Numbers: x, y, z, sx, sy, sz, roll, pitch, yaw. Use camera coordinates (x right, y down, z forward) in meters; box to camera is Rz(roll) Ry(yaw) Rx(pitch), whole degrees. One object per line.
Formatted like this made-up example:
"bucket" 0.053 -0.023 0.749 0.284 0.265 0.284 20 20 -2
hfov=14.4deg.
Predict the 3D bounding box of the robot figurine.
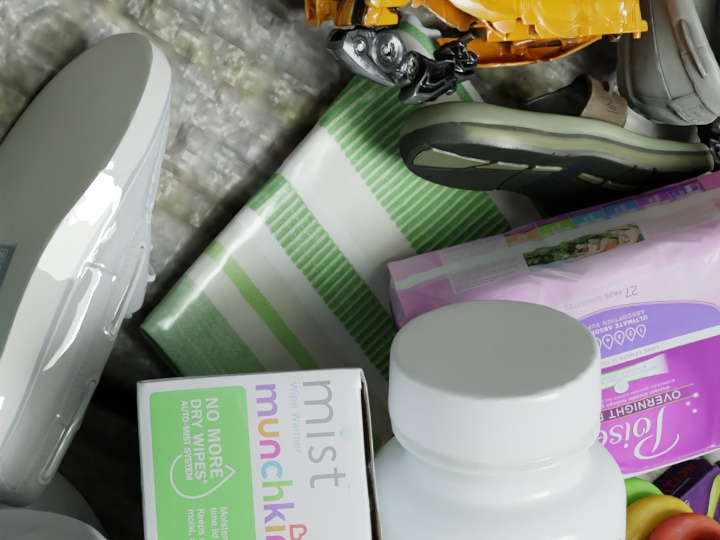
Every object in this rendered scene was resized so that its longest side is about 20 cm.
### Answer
"robot figurine" 0.047 -0.149 1.280 0.199 0.058 0.146 -6 96 -40

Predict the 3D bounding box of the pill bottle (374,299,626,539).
"pill bottle" 0.058 0.121 1.233 0.114 0.114 0.201 -22 124 -35

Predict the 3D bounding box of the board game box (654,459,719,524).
"board game box" 0.215 0.135 1.535 0.200 0.032 0.120 -36 119 -27

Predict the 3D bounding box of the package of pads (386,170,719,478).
"package of pads" 0.119 0.032 1.307 0.199 0.076 0.121 -16 116 -2

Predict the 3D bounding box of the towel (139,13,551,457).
"towel" 0.000 0.000 1.315 0.200 0.023 0.153 -50 128 -17

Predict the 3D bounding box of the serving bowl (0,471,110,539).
"serving bowl" -0.171 0.169 1.185 0.199 0.066 0.201 -14 111 -38

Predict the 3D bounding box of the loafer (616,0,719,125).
"loafer" 0.162 -0.170 1.361 0.070 0.070 0.201 -3 92 -42

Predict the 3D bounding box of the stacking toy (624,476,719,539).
"stacking toy" 0.127 0.127 1.340 0.085 0.200 0.086 -13 110 -38

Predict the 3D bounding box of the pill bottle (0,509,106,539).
"pill bottle" -0.135 0.204 1.106 0.112 0.112 0.201 -22 116 -35

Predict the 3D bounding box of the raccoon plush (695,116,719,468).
"raccoon plush" 0.177 0.001 1.451 0.096 0.134 0.201 18 57 -30

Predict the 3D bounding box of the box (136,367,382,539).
"box" -0.038 0.149 1.170 0.096 0.176 0.201 -3 83 -3

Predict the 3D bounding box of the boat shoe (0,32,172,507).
"boat shoe" -0.118 0.001 1.168 0.068 0.072 0.201 39 61 -44

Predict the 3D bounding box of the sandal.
"sandal" 0.096 -0.065 1.318 0.201 0.080 0.058 12 65 -50
